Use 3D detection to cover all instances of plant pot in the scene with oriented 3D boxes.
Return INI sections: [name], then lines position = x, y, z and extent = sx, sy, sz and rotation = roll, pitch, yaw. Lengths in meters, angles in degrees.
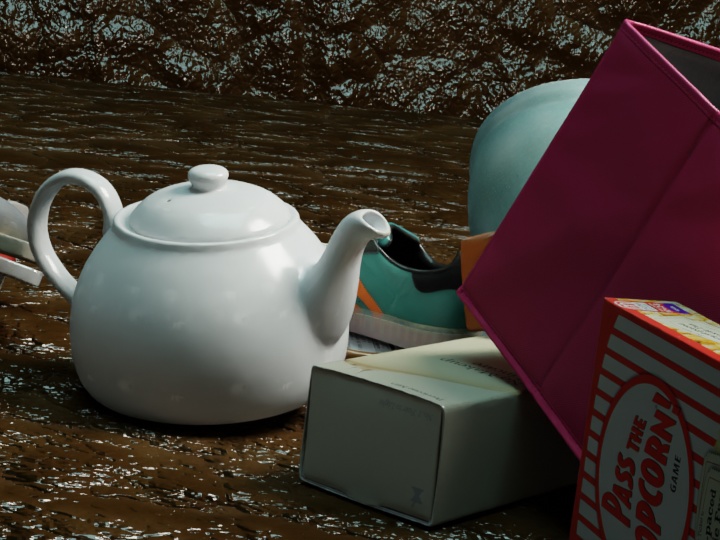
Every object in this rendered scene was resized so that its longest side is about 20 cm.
[plant pot]
position = 0.168, -0.023, 1.371
extent = 0.199, 0.201, 0.135
rotation = 8, 49, 10

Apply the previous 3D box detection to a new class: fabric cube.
[fabric cube]
position = 0.214, 0.007, 1.064
extent = 0.196, 0.200, 0.200
rotation = 11, 30, -39

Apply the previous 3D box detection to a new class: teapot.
[teapot]
position = -0.103, 0.003, 1.207
extent = 0.199, 0.147, 0.197
rotation = -8, 19, -17

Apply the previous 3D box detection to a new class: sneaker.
[sneaker]
position = 0.000, 0.000, 1.310
extent = 0.199, 0.080, 0.071
rotation = 13, 15, 26

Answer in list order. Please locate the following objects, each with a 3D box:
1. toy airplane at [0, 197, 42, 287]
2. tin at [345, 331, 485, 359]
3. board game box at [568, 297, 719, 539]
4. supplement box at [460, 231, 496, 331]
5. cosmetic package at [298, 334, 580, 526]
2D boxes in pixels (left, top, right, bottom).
[toy airplane]
position = -0.327, -0.043, 1.388
extent = 0.199, 0.142, 0.199
rotation = 5, 10, -5
[tin]
position = 0.048, 0.065, 1.320
extent = 0.199, 0.042, 0.112
rotation = 5, 9, -6
[board game box]
position = 0.164, 0.109, 0.867
extent = 0.046, 0.152, 0.200
rotation = 3, 10, -18
[supplement box]
position = 0.171, 0.003, 1.240
extent = 0.199, 0.069, 0.066
rotation = -5, -3, -20
[cosmetic package]
position = 0.067, 0.091, 1.115
extent = 0.103, 0.074, 0.200
rotation = 15, 12, 37
